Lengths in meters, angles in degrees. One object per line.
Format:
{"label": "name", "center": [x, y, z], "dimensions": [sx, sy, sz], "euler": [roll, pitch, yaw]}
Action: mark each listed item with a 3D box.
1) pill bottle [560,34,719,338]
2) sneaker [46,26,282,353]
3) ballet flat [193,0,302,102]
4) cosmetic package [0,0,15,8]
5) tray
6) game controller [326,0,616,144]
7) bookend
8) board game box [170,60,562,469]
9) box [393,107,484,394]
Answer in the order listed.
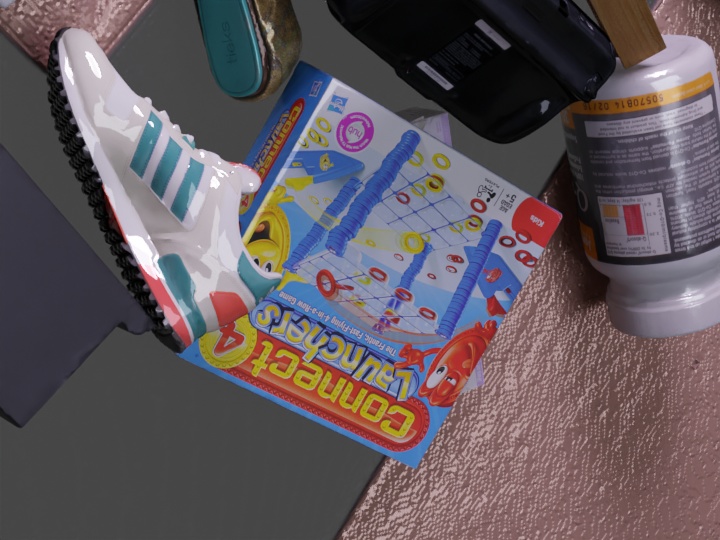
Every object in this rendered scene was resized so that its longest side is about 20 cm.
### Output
{"label": "pill bottle", "center": [0.212, -0.061, 1.262], "dimensions": [0.116, 0.116, 0.201], "euler": [-23, 111, -30]}
{"label": "sneaker", "center": [-0.114, -0.058, 1.029], "dimensions": [0.093, 0.070, 0.201], "euler": [-24, 92, -16]}
{"label": "ballet flat", "center": [-0.079, -0.205, 1.065], "dimensions": [0.070, 0.071, 0.201], "euler": [-24, 112, -30]}
{"label": "cosmetic package", "center": [-0.222, -0.248, 0.923], "dimensions": [0.102, 0.074, 0.200], "euler": [-37, 121, 7]}
{"label": "tray", "center": [0.144, -0.212, 1.116], "dimensions": [0.037, 0.099, 0.200], "euler": [-27, 157, 10]}
{"label": "game controller", "center": [0.069, -0.141, 1.027], "dimensions": [0.200, 0.104, 0.042], "euler": [33, 40, -46]}
{"label": "bookend", "center": [-0.254, 0.025, 0.960], "dimensions": [0.199, 0.092, 0.200], "euler": [-49, 124, -16]}
{"label": "board game box", "center": [0.000, 0.000, 1.122], "dimensions": [0.199, 0.056, 0.196], "euler": [27, 95, -29]}
{"label": "box", "center": [0.048, -0.011, 1.201], "dimensions": [0.039, 0.041, 0.201], "euler": [-19, 111, -30]}
